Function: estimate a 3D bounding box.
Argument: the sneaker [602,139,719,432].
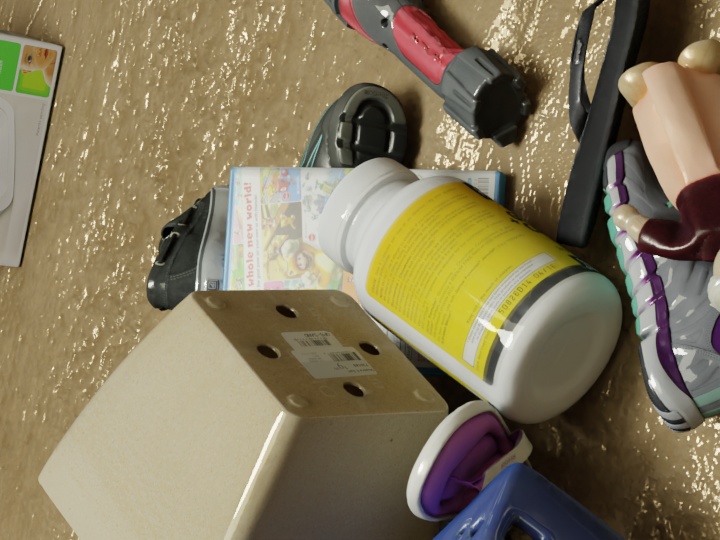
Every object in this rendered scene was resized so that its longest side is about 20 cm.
[{"bbox_3d":[0.210,0.001,1.611,0.087,0.074,0.200,-18,63,16],"label":"sneaker"}]

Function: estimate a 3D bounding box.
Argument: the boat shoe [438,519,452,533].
[{"bbox_3d":[0.038,0.168,1.771,0.200,0.072,0.066,55,159,22],"label":"boat shoe"}]

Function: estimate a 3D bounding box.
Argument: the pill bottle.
[{"bbox_3d":[0.067,0.007,1.700,0.200,0.112,0.112,37,112,34],"label":"pill bottle"}]

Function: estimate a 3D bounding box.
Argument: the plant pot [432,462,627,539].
[{"bbox_3d":[0.088,0.269,1.542,0.200,0.180,0.200,40,123,0],"label":"plant pot"}]

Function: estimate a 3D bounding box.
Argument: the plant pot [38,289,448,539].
[{"bbox_3d":[-0.058,0.120,1.677,0.200,0.200,0.177,47,124,39],"label":"plant pot"}]

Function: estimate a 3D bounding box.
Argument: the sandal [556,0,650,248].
[{"bbox_3d":[0.149,-0.115,1.670,0.043,0.076,0.200,15,97,10],"label":"sandal"}]

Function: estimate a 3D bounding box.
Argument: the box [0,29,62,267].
[{"bbox_3d":[-0.371,-0.117,2.213,0.097,0.176,0.200,18,97,50],"label":"box"}]

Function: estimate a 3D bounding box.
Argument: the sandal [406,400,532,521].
[{"bbox_3d":[0.085,0.132,1.640,0.050,0.203,0.083,24,88,22],"label":"sandal"}]

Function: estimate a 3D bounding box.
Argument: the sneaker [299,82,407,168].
[{"bbox_3d":[-0.012,-0.035,1.872,0.079,0.075,0.200,5,83,65],"label":"sneaker"}]

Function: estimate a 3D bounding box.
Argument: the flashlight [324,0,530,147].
[{"bbox_3d":[0.045,-0.166,1.816,0.200,0.068,0.068,46,115,45],"label":"flashlight"}]

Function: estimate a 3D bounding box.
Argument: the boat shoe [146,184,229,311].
[{"bbox_3d":[-0.123,-0.018,1.921,0.200,0.057,0.069,-88,2,-72],"label":"boat shoe"}]

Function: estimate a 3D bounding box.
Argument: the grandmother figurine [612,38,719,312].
[{"bbox_3d":[0.213,-0.047,1.571,0.121,0.061,0.200,-27,51,12],"label":"grandmother figurine"}]

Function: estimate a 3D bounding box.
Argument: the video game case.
[{"bbox_3d":[0.000,0.000,1.802,0.200,0.018,0.143,2,85,18],"label":"video game case"}]
